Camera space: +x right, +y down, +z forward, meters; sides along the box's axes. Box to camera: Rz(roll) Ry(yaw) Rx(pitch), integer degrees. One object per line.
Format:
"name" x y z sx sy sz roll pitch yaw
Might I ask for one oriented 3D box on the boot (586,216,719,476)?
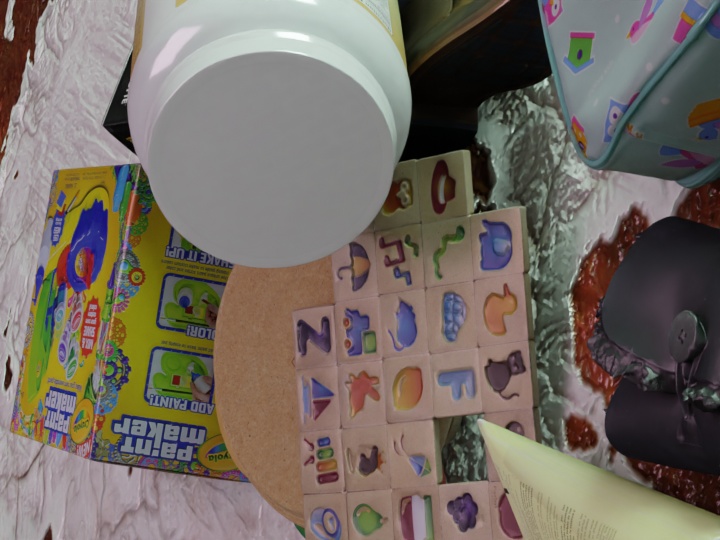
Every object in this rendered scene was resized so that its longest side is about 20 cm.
"boot" 0.162 -0.006 0.824 0.168 0.076 0.202 21 105 62

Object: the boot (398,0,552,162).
"boot" 0.057 -0.140 1.117 0.200 0.074 0.098 139 133 -56

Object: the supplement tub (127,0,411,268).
"supplement tub" -0.048 -0.106 1.081 0.201 0.143 0.145 -95 27 -56

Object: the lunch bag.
"lunch bag" 0.156 -0.149 0.903 0.200 0.077 0.161 -55 32 41

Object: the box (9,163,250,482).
"box" -0.142 0.033 1.418 0.200 0.121 0.194 1 82 65

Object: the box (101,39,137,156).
"box" -0.066 -0.170 1.307 0.159 0.049 0.201 -5 58 40

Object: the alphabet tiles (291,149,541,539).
"alphabet tiles" 0.025 0.044 1.075 0.166 0.008 0.202 -10 81 44

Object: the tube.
"tube" 0.109 0.114 0.902 0.200 0.052 0.058 13 87 66

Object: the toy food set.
"toy food set" -0.011 0.053 1.152 0.198 0.048 0.201 37 114 41
